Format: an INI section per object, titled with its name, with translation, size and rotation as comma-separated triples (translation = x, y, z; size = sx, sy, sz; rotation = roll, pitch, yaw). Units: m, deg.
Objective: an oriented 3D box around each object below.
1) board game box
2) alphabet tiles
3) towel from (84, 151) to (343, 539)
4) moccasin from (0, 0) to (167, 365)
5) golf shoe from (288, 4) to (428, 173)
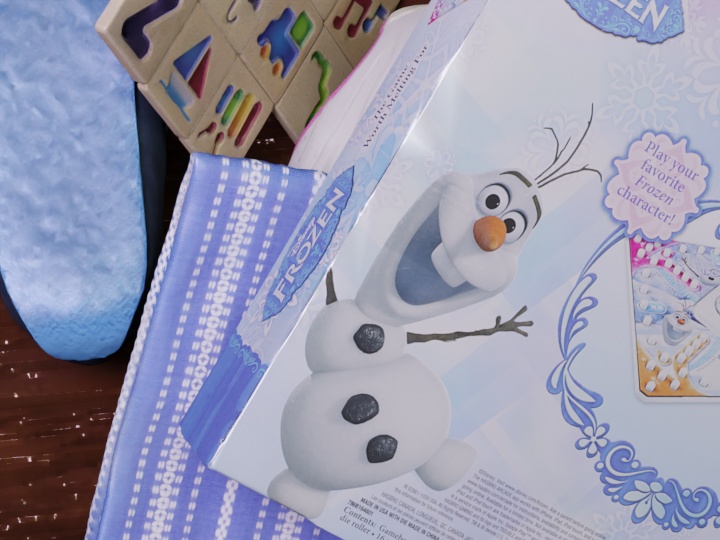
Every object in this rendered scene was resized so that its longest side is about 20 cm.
[board game box]
translation = 0.080, 0.011, 0.857
size = 0.200, 0.043, 0.199
rotation = 29, 95, -24
[alphabet tiles]
translation = -0.014, -0.133, 0.901
size = 0.006, 0.166, 0.200
rotation = 22, 73, 29
[towel]
translation = 0.022, 0.050, 0.881
size = 0.199, 0.024, 0.145
rotation = 11, 103, -23
[moccasin]
translation = -0.099, -0.068, 0.914
size = 0.080, 0.068, 0.201
rotation = 4, 78, -1
[golf shoe]
translation = 0.000, 0.000, 0.921
size = 0.075, 0.092, 0.200
rotation = 31, 95, -36
